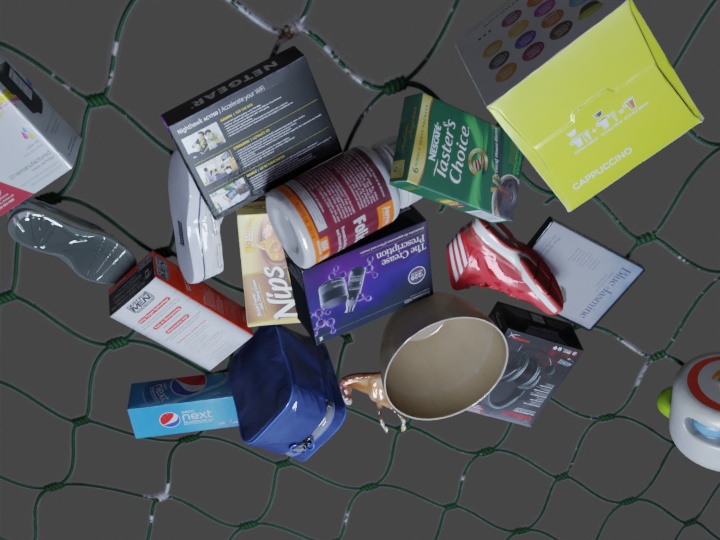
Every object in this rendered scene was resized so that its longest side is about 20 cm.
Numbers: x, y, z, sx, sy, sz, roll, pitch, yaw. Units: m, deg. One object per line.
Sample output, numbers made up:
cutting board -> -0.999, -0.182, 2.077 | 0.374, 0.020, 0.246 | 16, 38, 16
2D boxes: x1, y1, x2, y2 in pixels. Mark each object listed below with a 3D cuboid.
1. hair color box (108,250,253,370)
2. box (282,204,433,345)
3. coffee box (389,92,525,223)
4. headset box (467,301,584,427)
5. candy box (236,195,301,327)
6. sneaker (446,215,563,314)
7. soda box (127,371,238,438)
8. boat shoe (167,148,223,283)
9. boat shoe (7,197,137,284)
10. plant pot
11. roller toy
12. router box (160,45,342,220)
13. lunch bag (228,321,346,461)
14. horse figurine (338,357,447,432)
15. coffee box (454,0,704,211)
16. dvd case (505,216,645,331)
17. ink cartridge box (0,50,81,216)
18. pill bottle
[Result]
hair color box -> -0.265, 0.064, 1.335 | 0.101, 0.062, 0.200 | -37, 134, 17
box -> 0.000, 0.000, 1.297 | 0.198, 0.079, 0.142 | -23, 133, -16
coffee box -> 0.134, -0.147, 1.204 | 0.198, 0.044, 0.125 | 18, 81, -34
headset box -> 0.251, 0.166, 1.489 | 0.147, 0.078, 0.201 | 17, 120, -19
candy box -> -0.119, -0.014, 1.323 | 0.114, 0.056, 0.202 | -4, 126, -5
sneaker -> 0.212, 0.009, 1.370 | 0.200, 0.078, 0.115 | 47, 122, -7
soda box -> -0.273, 0.217, 1.462 | 0.197, 0.064, 0.069 | -7, 126, -3
boat shoe -> -0.223, -0.079, 1.258 | 0.065, 0.072, 0.203 | -18, 118, -32
boat shoe -> -0.403, -0.045, 1.258 | 0.201, 0.065, 0.075 | 28, 109, -41
plant pot -> 0.112, 0.112, 1.387 | 0.198, 0.135, 0.202 | -9, 127, -13
roller toy -> 0.624, 0.233, 1.520 | 0.197, 0.183, 0.141 | -9, 126, 0
router box -> -0.138, -0.179, 1.173 | 0.198, 0.051, 0.150 | -29, 126, -9
lunch bag -> -0.105, 0.192, 1.380 | 0.132, 0.201, 0.136 | 24, 122, -38
horse figurine -> 0.069, 0.197, 1.494 | 0.199, 0.050, 0.133 | -27, 104, 22
coffee box -> 0.269, -0.239, 1.126 | 0.199, 0.199, 0.200 | -35, 123, 18
dvd case -> 0.334, 0.010, 1.424 | 0.198, 0.018, 0.143 | 24, 118, -23
ink cartridge box -> -0.480, -0.186, 1.135 | 0.145, 0.083, 0.200 | -29, 125, 14
pill bottle -> -0.018, -0.097, 1.207 | 0.199, 0.114, 0.115 | -29, 128, -17
